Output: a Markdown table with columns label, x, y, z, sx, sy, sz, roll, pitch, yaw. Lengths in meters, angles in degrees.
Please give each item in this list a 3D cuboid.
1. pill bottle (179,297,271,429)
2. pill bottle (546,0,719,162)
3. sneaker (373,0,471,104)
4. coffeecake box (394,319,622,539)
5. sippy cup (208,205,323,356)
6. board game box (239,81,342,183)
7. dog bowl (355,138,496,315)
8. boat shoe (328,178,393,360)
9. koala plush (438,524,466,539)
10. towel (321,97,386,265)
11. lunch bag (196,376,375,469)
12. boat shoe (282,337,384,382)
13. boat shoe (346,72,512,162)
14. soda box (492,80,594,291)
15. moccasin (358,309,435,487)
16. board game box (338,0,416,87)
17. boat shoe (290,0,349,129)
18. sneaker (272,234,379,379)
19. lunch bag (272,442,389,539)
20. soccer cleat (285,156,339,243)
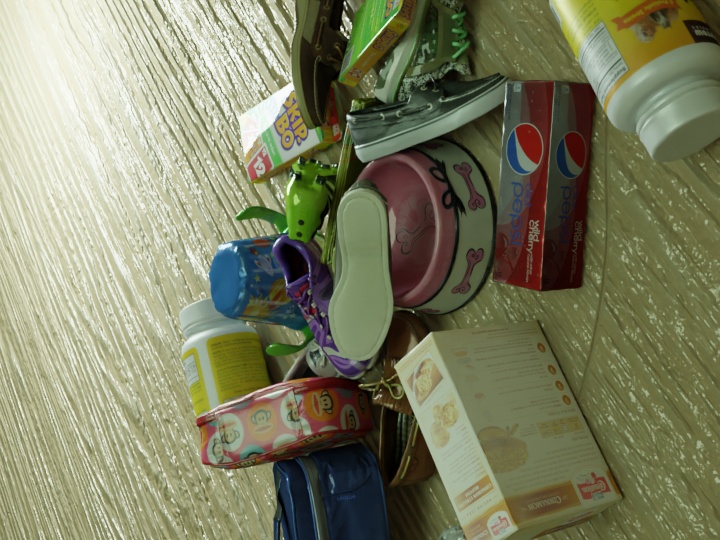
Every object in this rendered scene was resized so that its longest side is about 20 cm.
| label | x | y | z | sx | sy | sz | roll | pitch | yaw |
| --- | --- | --- | --- | --- | --- | --- | --- | --- | --- |
| pill bottle | -0.187 | 0.145 | 1.483 | 0.114 | 0.113 | 0.203 | -33 | 67 | 47 |
| pill bottle | 0.245 | -0.199 | 0.921 | 0.109 | 0.108 | 0.202 | -44 | 60 | 43 |
| sneaker | 0.095 | -0.253 | 1.159 | 0.088 | 0.077 | 0.201 | 34 | 122 | 9 |
| coffeecake box | 0.144 | 0.158 | 1.036 | 0.073 | 0.152 | 0.202 | -46 | 58 | 43 |
| sippy cup | -0.122 | 0.012 | 1.374 | 0.178 | 0.129 | 0.141 | 44 | 124 | 43 |
| board game box | -0.095 | -0.191 | 1.405 | 0.199 | 0.030 | 0.097 | -20 | 77 | 48 |
| dog bowl | 0.059 | -0.048 | 1.193 | 0.199 | 0.073 | 0.204 | 6 | 98 | 51 |
| boat shoe | 0.003 | 0.000 | 1.162 | 0.060 | 0.071 | 0.205 | -80 | -7 | -65 |
| koala plush | 0.134 | 0.366 | 1.088 | 0.200 | 0.181 | 0.180 | -173 | 69 | -71 |
| towel | 0.002 | -0.105 | 1.253 | 0.018 | 0.086 | 0.203 | 26 | 113 | 33 |
| lunch bag | -0.084 | 0.192 | 1.300 | 0.198 | 0.176 | 0.083 | -19 | 73 | 23 |
| boat shoe | -0.037 | 0.112 | 1.329 | 0.201 | 0.065 | 0.074 | -55 | 52 | 38 |
| boat shoe | 0.070 | -0.174 | 1.133 | 0.198 | 0.069 | 0.057 | -19 | 105 | 30 |
| soda box | 0.181 | -0.084 | 1.045 | 0.070 | 0.063 | 0.203 | 13 | 103 | 51 |
| moccasin | 0.045 | 0.147 | 1.212 | 0.073 | 0.077 | 0.205 | 19 | 110 | 47 |
| board game box | 0.026 | -0.286 | 1.184 | 0.200 | 0.030 | 0.097 | 144 | 142 | -69 |
| boat shoe | -0.042 | -0.274 | 1.302 | 0.071 | 0.072 | 0.203 | -2 | 75 | 13 |
| sneaker | -0.051 | 0.043 | 1.261 | 0.081 | 0.083 | 0.201 | -43 | 65 | 21 |
| lunch bag | -0.039 | 0.316 | 1.253 | 0.136 | 0.130 | 0.203 | 180 | 82 | -79 |
| soccer cleat | -0.061 | -0.087 | 1.272 | 0.200 | 0.066 | 0.082 | -68 | -10 | -74 |
